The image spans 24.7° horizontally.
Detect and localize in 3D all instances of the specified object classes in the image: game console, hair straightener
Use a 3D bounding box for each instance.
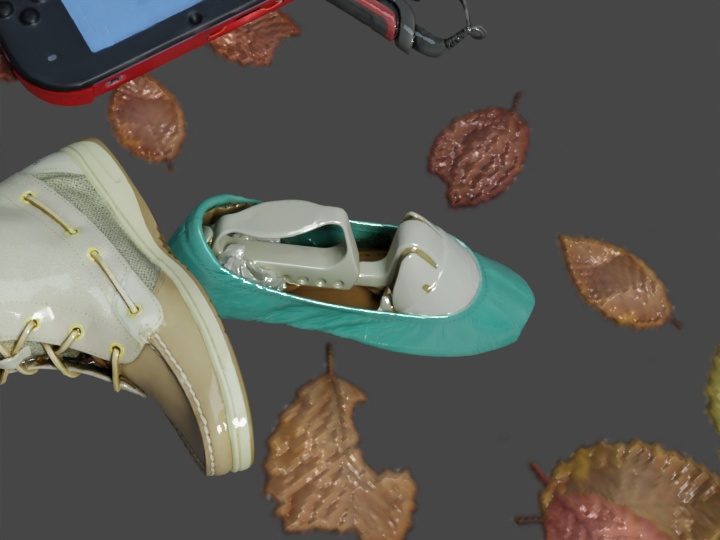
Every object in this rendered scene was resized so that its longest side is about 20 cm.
[{"bbox_3d":[-0.129,-0.198,0.922,0.198,0.031,0.178,-27,74,-14],"label":"game console"},{"bbox_3d":[-0.006,-0.190,0.966,0.199,0.041,0.077,30,57,13],"label":"hair straightener"}]

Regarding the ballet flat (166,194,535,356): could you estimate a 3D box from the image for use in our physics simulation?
[{"bbox_3d":[0.000,0.000,0.831,0.197,0.071,0.068,6,56,-9],"label":"ballet flat"}]

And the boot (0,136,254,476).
[{"bbox_3d":[-0.151,0.037,0.775,0.153,0.072,0.201,-22,60,-24],"label":"boot"}]
